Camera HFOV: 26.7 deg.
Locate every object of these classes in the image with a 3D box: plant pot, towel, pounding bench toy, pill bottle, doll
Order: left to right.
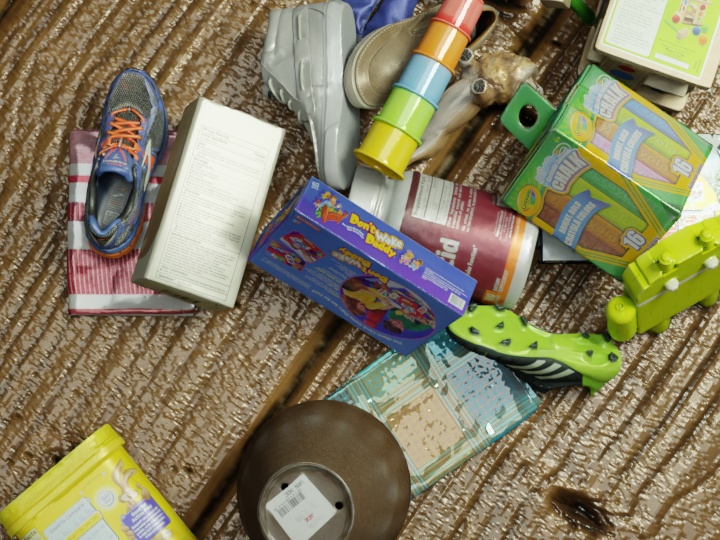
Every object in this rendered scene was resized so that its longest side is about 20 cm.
[{"bbox_3d":[-0.244,-0.052,1.634,0.143,0.023,0.202,0,84,-1],"label":"towel"},{"bbox_3d":[-0.046,0.228,1.513,0.185,0.200,0.189,0,88,4],"label":"plant pot"},{"bbox_3d":[-0.002,-0.239,1.645,0.136,0.048,0.201,32,84,6],"label":"doll"},{"bbox_3d":[0.077,0.141,1.625,0.199,0.022,0.147,-35,86,-5],"label":"towel"},{"bbox_3d":[0.079,-0.038,1.595,0.198,0.114,0.115,15,84,0],"label":"pill bottle"},{"bbox_3d":[0.276,-0.266,1.603,0.199,0.156,0.125,19,85,0],"label":"pounding bench toy"}]

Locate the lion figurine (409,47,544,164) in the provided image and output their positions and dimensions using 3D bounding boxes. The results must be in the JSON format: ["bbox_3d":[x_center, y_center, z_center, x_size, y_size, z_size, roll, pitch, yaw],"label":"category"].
[{"bbox_3d":[0.100,-0.171,1.627,0.199,0.122,0.073,-32,76,11],"label":"lion figurine"}]

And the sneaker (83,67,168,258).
[{"bbox_3d":[-0.246,-0.114,1.589,0.075,0.078,0.202,6,85,-1],"label":"sneaker"}]

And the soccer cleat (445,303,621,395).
[{"bbox_3d":[0.176,0.089,1.589,0.199,0.081,0.068,14,45,-14],"label":"soccer cleat"}]

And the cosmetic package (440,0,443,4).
[{"bbox_3d":[0.102,-0.396,1.648,0.050,0.083,0.202,-8,85,-2],"label":"cosmetic package"}]

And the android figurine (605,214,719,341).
[{"bbox_3d":[0.331,0.007,1.555,0.181,0.200,0.041,-28,68,-2],"label":"android figurine"}]

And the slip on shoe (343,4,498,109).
[{"bbox_3d":[0.066,-0.230,1.598,0.199,0.060,0.077,-30,111,-35],"label":"slip on shoe"}]

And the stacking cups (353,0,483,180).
[{"bbox_3d":[0.066,-0.191,1.549,0.060,0.061,0.201,29,83,1],"label":"stacking cups"}]

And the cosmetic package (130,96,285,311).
[{"bbox_3d":[-0.160,-0.068,1.594,0.105,0.071,0.201,21,79,-19],"label":"cosmetic package"}]

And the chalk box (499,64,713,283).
[{"bbox_3d":[0.231,-0.111,1.543,0.199,0.125,0.124,33,49,2],"label":"chalk box"}]

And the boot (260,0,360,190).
[{"bbox_3d":[-0.055,-0.181,1.597,0.095,0.074,0.202,-3,80,18],"label":"boot"}]

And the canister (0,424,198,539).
[{"bbox_3d":[-0.255,0.283,1.568,0.148,0.087,0.200,-40,88,-5],"label":"canister"}]

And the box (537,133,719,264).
[{"bbox_3d":[0.291,-0.077,1.644,0.198,0.038,0.138,0,84,-2],"label":"box"}]

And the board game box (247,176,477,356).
[{"bbox_3d":[0.000,0.000,1.544,0.199,0.134,0.045,32,59,-11],"label":"board game box"}]
